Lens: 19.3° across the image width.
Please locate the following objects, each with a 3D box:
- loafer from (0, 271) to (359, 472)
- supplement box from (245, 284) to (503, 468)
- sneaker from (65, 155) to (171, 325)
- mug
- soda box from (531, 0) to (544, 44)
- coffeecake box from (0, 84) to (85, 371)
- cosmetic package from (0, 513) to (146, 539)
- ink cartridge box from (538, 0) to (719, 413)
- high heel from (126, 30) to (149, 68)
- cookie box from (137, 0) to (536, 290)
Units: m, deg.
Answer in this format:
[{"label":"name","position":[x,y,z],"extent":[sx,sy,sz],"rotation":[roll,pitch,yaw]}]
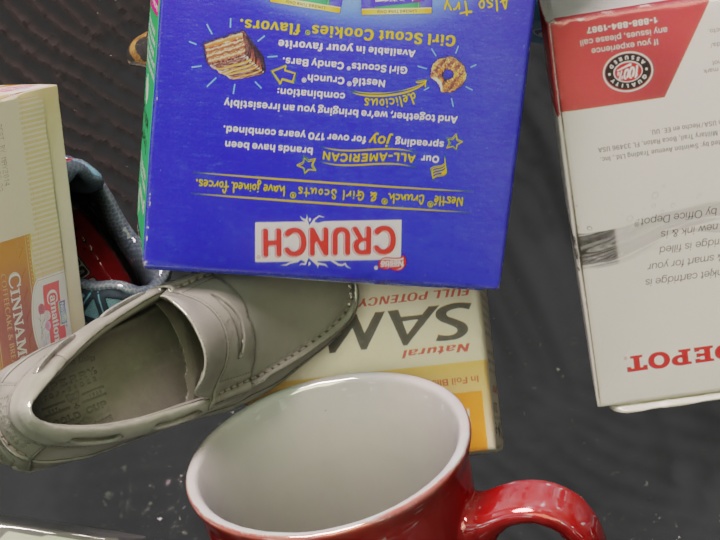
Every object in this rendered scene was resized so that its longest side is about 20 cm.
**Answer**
[{"label":"loafer","position":[-0.079,0.038,0.979],"extent":[0.200,0.070,0.070],"rotation":[-27,92,-28]},{"label":"supplement box","position":[0.000,0.000,1.081],"extent":[0.126,0.074,0.201],"rotation":[-7,84,5]},{"label":"sneaker","position":[-0.167,-0.043,1.081],"extent":[0.200,0.096,0.079],"rotation":[44,51,2]},{"label":"mug","position":[0.020,0.172,0.987],"extent":[0.133,0.177,0.201],"rotation":[-34,123,-36]},{"label":"soda box","position":[0.075,-0.157,1.092],"extent":[0.199,0.068,0.064],"rotation":[11,87,6]},{"label":"coffeecake box","position":[-0.237,-0.010,1.042],"extent":[0.199,0.073,0.154],"rotation":[2,103,33]},{"label":"cosmetic package","position":[-0.216,0.172,1.079],"extent":[0.199,0.090,0.107],"rotation":[10,85,3]},{"label":"ink cartridge box","position":[0.171,-0.046,1.029],"extent":[0.146,0.083,0.201],"rotation":[-8,111,4]},{"label":"high heel","position":[-0.024,-0.166,1.026],"extent":[0.199,0.071,0.143],"rotation":[-7,104,6]},{"label":"cookie box","position":[-0.013,-0.100,0.969],"extent":[0.171,0.075,0.201],"rotation":[4,108,-7]}]
